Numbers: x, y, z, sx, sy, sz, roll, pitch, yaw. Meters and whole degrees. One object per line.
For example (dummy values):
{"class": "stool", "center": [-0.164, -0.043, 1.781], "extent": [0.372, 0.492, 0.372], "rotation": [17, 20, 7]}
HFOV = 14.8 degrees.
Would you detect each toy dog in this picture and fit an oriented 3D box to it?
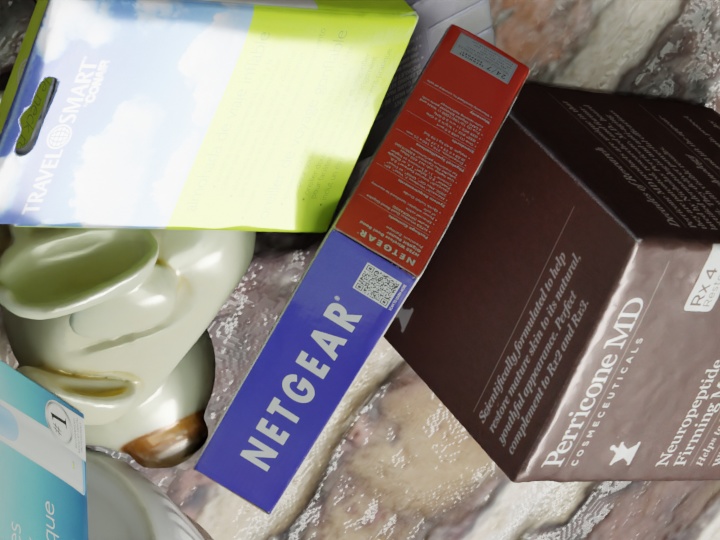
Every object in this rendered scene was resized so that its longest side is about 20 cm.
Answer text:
{"class": "toy dog", "center": [-0.124, 0.010, 1.389], "extent": [0.193, 0.140, 0.201], "rotation": [-21, 146, -21]}

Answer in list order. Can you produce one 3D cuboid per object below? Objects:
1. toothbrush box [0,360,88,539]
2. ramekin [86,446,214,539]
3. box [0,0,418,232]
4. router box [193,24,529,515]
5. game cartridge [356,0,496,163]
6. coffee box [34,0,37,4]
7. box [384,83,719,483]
{"class": "toothbrush box", "center": [-0.209, 0.103, 1.241], "extent": [0.085, 0.147, 0.200], "rotation": [-20, 146, 23]}
{"class": "ramekin", "center": [-0.163, 0.185, 1.428], "extent": [0.200, 0.200, 0.105], "rotation": [-35, 145, -8]}
{"class": "box", "center": [-0.080, -0.078, 1.228], "extent": [0.199, 0.048, 0.122], "rotation": [0, 125, -39]}
{"class": "router box", "center": [0.000, 0.000, 1.410], "extent": [0.200, 0.049, 0.180], "rotation": [-59, -179, 44]}
{"class": "game cartridge", "center": [-0.022, -0.105, 1.439], "extent": [0.199, 0.038, 0.130], "rotation": [-29, 142, -16]}
{"class": "coffee box", "center": [-0.115, -0.160, 1.253], "extent": [0.080, 0.113, 0.200], "rotation": [-33, 140, -10]}
{"class": "box", "center": [0.147, 0.009, 1.571], "extent": [0.199, 0.164, 0.167], "rotation": [2, 123, -40]}
